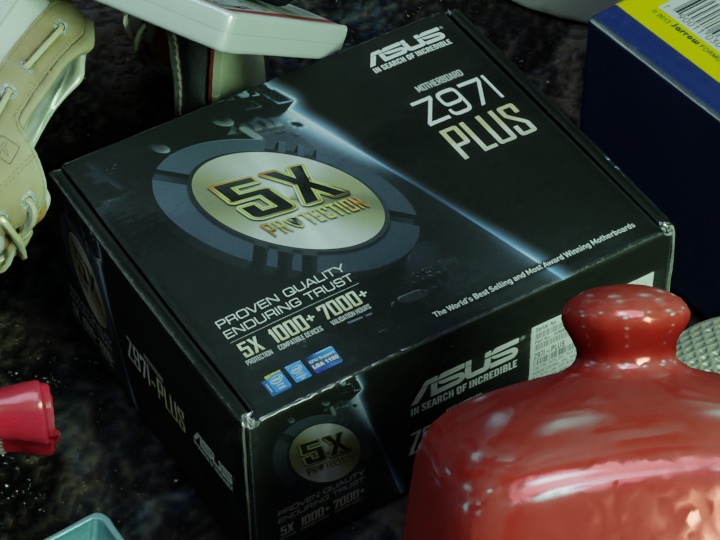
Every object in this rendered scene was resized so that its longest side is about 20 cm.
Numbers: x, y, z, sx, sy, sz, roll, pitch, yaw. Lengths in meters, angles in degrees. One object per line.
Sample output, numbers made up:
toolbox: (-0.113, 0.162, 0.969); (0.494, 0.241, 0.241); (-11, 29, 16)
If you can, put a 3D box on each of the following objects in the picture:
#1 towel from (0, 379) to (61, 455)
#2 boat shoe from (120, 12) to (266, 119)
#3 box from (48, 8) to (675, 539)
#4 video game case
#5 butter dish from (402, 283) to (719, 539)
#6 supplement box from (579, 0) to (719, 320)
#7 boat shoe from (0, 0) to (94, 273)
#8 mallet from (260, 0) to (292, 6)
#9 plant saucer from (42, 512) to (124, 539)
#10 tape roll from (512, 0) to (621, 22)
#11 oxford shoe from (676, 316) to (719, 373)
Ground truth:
towel: (-0.209, 0.070, 0.863); (0.199, 0.145, 0.023); (-9, 84, -9)
boat shoe: (-0.080, -0.124, 1.087); (0.062, 0.071, 0.201); (-10, 50, 6)
box: (0.000, 0.000, 0.953); (0.199, 0.086, 0.164); (-23, 49, -21)
video game case: (-0.116, -0.130, 0.967); (0.199, 0.018, 0.143); (23, 10, 15)
butter dish: (0.091, 0.079, 0.789); (0.199, 0.149, 0.199); (-3, 7, -3)
supplement box: (0.203, -0.080, 1.014); (0.199, 0.109, 0.109); (-29, 51, -25)
boat shoe: (-0.152, -0.033, 0.893); (0.068, 0.075, 0.201); (18, 63, -11)
mallet: (-0.088, -0.154, 1.003); (0.066, 0.041, 0.200); (22, 3, -33)
plant saucer: (-0.072, 0.170, 0.834); (0.070, 0.019, 0.200); (-26, 50, -23)
tape roll: (0.131, -0.211, 1.172); (0.201, 0.071, 0.203); (0, 46, 0)
oxford shoe: (0.198, 0.071, 0.909); (0.199, 0.058, 0.075); (22, 54, 40)
